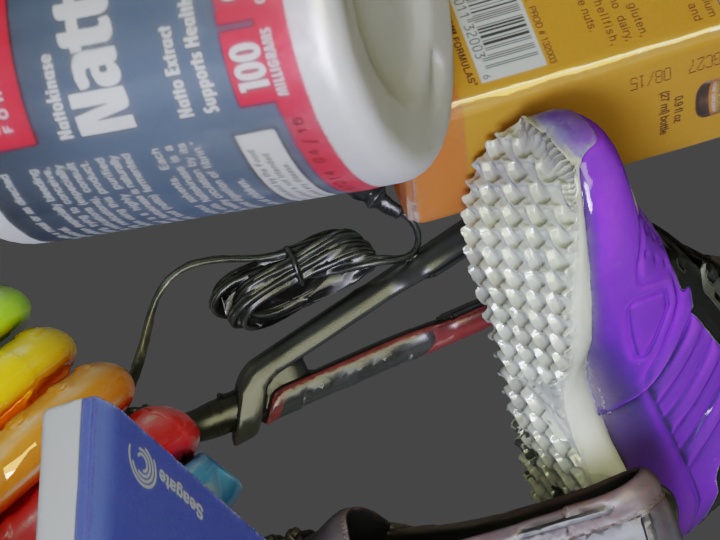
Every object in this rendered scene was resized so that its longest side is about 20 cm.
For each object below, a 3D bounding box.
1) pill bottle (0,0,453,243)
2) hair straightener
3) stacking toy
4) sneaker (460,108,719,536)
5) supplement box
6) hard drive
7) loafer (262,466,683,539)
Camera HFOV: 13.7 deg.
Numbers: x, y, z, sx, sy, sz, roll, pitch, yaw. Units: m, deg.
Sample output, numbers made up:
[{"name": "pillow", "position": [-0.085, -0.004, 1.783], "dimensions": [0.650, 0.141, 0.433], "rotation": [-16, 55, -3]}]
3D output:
[{"name": "pill bottle", "position": [-0.081, -0.072, 0.954], "dimensions": [0.199, 0.119, 0.121], "rotation": [-10, 90, 20]}, {"name": "hair straightener", "position": [0.000, 0.000, 1.071], "dimensions": [0.199, 0.041, 0.077], "rotation": [-24, 92, -3]}, {"name": "stacking toy", "position": [-0.142, 0.036, 1.018], "dimensions": [0.110, 0.116, 0.200], "rotation": [-41, 87, -6]}, {"name": "sneaker", "position": [0.099, 0.013, 1.032], "dimensions": [0.099, 0.070, 0.201], "rotation": [-27, 134, -16]}, {"name": "supplement box", "position": [0.100, -0.083, 1.021], "dimensions": [0.199, 0.067, 0.069], "rotation": [-15, 59, -4]}, {"name": "hard drive", "position": [-0.056, 0.155, 0.890], "dimensions": [0.025, 0.132, 0.201], "rotation": [-18, 51, 23]}, {"name": "loafer", "position": [0.016, 0.101, 1.026], "dimensions": [0.199, 0.072, 0.063], "rotation": [-5, 107, 16]}]
